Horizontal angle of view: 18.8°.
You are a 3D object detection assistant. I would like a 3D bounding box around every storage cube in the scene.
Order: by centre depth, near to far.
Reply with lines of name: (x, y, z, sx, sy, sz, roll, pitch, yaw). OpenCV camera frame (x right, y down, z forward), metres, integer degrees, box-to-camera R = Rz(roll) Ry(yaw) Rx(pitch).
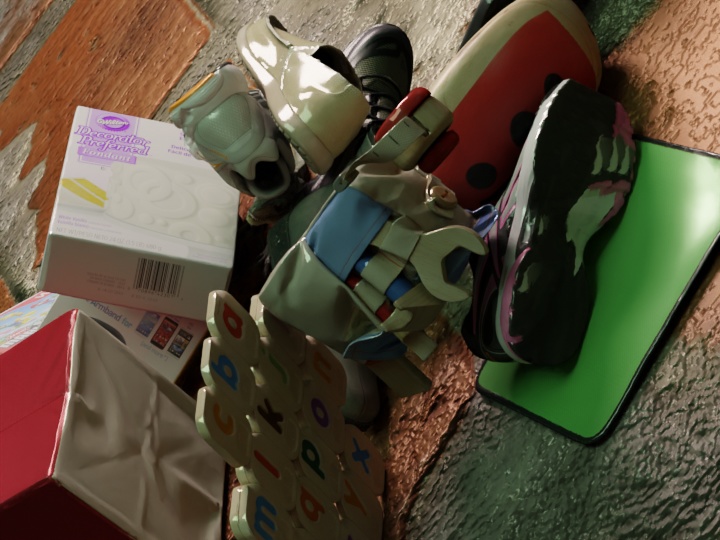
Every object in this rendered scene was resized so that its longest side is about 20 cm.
storage cube: (-0.217, 0.170, 1.593, 0.180, 0.200, 0.171, -32, 35, 27)

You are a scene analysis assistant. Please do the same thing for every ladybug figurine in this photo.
ladybug figurine: (0.096, -0.102, 1.467, 0.072, 0.136, 0.200, 34, 69, 22)

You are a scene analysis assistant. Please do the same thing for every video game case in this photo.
video game case: (-0.275, 0.045, 1.917, 0.143, 0.017, 0.200, -31, 14, -27)

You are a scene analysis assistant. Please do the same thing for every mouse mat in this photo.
mouse mat: (0.157, 0.007, 1.369, 0.200, 0.008, 0.161, -58, 27, -4)

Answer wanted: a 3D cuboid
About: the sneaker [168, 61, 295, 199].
sneaker: (-0.085, -0.088, 1.639, 0.076, 0.092, 0.200, -38, -8, 4)

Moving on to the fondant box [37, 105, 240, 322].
fondant box: (-0.171, -0.047, 1.736, 0.200, 0.144, 0.058, -90, 13, -57)

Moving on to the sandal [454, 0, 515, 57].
sandal: (0.098, -0.137, 1.566, 0.048, 0.075, 0.201, 37, 103, 33)

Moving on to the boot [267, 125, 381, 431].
boot: (0.000, 0.000, 1.515, 0.131, 0.068, 0.200, -44, 44, 33)

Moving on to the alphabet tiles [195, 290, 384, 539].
alphabet tiles: (-0.043, 0.111, 1.375, 0.015, 0.196, 0.200, -23, 40, 24)

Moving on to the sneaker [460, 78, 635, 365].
sneaker: (0.107, -0.031, 1.399, 0.086, 0.080, 0.201, -15, 47, 54)

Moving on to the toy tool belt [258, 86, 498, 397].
toy tool belt: (0.034, -0.011, 1.362, 0.125, 0.123, 0.200, -46, -6, -48)

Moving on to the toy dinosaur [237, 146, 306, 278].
toy dinosaur: (-0.068, -0.049, 1.738, 0.200, 0.047, 0.088, -83, 16, -70)

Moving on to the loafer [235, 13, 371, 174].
loafer: (-0.037, -0.138, 1.615, 0.068, 0.076, 0.200, -33, 35, 3)

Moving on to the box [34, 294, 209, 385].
box: (-0.206, 0.076, 1.743, 0.200, 0.119, 0.041, -58, -3, 2)

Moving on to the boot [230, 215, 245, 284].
boot: (-0.151, -0.019, 1.848, 0.200, 0.074, 0.097, -118, 40, -49)

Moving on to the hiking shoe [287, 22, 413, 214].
hiking shoe: (0.016, -0.094, 1.646, 0.100, 0.076, 0.201, -1, 68, 48)
